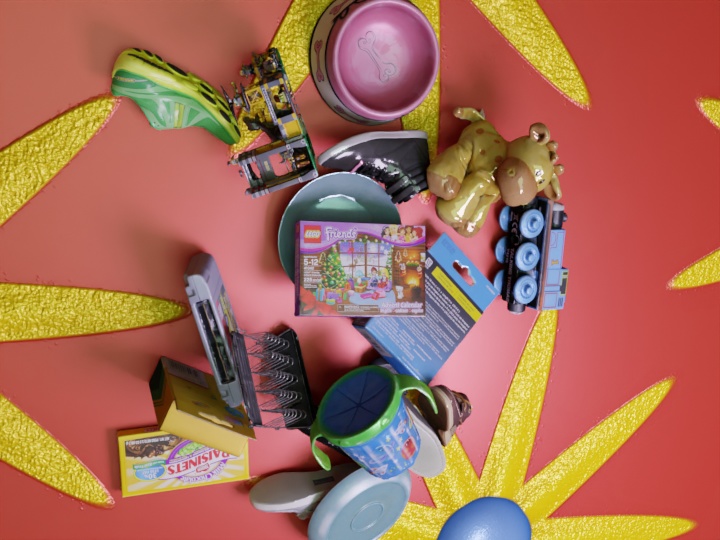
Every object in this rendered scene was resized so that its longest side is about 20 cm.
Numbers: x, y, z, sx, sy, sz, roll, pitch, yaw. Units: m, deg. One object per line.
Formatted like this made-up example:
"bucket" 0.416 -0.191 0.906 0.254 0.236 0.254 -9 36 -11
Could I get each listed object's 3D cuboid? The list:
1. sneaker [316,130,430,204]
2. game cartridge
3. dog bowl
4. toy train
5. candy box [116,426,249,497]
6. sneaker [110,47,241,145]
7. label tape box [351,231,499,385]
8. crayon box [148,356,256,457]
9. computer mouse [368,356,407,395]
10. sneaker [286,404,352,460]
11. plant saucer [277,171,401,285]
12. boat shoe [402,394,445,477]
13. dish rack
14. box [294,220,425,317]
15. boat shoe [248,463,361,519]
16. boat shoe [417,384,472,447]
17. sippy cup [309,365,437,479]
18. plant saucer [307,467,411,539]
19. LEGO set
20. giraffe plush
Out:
"sneaker" 0.032 -0.146 1.316 0.198 0.070 0.101 -11 80 -35
"game cartridge" -0.205 0.080 1.293 0.040 0.133 0.203 -16 107 -3
"dog bowl" 0.028 -0.311 1.307 0.197 0.074 0.203 -5 105 -17
"toy train" 0.283 -0.029 1.462 0.113 0.086 0.203 -2 102 -27
"candy box" -0.271 0.286 1.381 0.197 0.026 0.104 -5 108 -17
"sneaker" -0.255 -0.231 1.243 0.199 0.075 0.084 29 118 -26
"label tape box" 0.104 0.061 1.418 0.144 0.063 0.200 46 74 -16
"crayon box" -0.229 0.199 1.279 0.126 0.200 0.051 26 95 -22
"computer mouse" 0.063 0.221 1.478 0.058 0.034 0.202 -26 116 -3
"sneaker" -0.031 0.243 1.442 0.199 0.071 0.084 35 66 -24
"plant saucer" -0.034 -0.052 1.370 0.198 0.039 0.204 -5 104 -18
"boat shoe" 0.074 0.250 1.440 0.071 0.061 0.202 -31 116 9
"dish rack" -0.128 0.156 1.294 0.054 0.200 0.156 -18 75 10
"box" 0.000 0.000 1.330 0.197 0.039 0.139 1 85 -17
"boat shoe" -0.080 0.367 1.441 0.198 0.070 0.072 -7 121 -15
"boat shoe" 0.142 0.220 1.439 0.072 0.072 0.201 -39 153 -14
"sippy cup" 0.022 0.234 1.327 0.131 0.176 0.141 57 45 -32
"plant saucer" 0.006 0.393 1.454 0.198 0.027 0.202 -22 136 -23
"LEGO set" -0.139 -0.198 1.239 0.114 0.155 0.202 -18 128 2
"giraffe plush" 0.216 -0.148 1.339 0.172 0.161 0.203 33 74 -53
